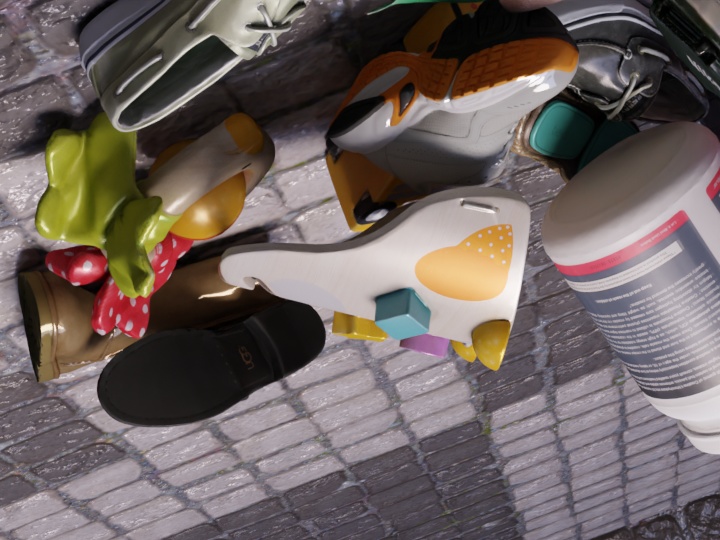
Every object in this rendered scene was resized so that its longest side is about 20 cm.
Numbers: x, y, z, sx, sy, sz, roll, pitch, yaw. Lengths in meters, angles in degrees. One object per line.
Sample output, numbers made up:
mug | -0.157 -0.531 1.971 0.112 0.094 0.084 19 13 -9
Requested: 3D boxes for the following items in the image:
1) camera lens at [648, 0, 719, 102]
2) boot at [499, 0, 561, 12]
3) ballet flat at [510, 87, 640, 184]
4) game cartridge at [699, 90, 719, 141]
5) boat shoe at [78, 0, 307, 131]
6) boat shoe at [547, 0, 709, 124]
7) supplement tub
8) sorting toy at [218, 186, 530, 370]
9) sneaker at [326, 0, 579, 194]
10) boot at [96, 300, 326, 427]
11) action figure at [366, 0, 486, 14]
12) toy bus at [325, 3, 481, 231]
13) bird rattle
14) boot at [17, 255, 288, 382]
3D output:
camera lens | 0.271 -0.176 1.037 0.200 0.160 0.160 -42 156 7
boot | 0.046 -0.184 0.947 0.185 0.065 0.200 -28 145 13
ballet flat | 0.146 -0.102 1.321 0.071 0.065 0.200 -57 149 4
game cartridge | 0.342 -0.077 1.371 0.132 0.201 0.041 -23 149 7
boat shoe | -0.066 -0.144 1.003 0.199 0.062 0.072 -31 157 24
boat shoe | 0.180 -0.138 1.243 0.199 0.071 0.072 1 151 -45
supplement tub | 0.229 0.012 1.271 0.140 0.201 0.141 -33 -164 11
sorting toy | 0.000 0.000 1.154 0.178 0.108 0.200 5 180 -4
sneaker | 0.071 -0.096 1.078 0.092 0.076 0.199 37 154 -24
boot | -0.129 0.089 1.386 0.199 0.070 0.174 -16 171 -32
action figure | 0.108 -0.191 1.065 0.199 0.055 0.118 -1 151 -34
toy bus | 0.044 -0.101 1.218 0.078 0.065 0.200 -11 157 -28
bird rattle | -0.121 -0.030 1.178 0.163 0.113 0.200 -35 164 -7
boot | -0.147 0.018 1.345 0.198 0.067 0.175 -15 171 -12
